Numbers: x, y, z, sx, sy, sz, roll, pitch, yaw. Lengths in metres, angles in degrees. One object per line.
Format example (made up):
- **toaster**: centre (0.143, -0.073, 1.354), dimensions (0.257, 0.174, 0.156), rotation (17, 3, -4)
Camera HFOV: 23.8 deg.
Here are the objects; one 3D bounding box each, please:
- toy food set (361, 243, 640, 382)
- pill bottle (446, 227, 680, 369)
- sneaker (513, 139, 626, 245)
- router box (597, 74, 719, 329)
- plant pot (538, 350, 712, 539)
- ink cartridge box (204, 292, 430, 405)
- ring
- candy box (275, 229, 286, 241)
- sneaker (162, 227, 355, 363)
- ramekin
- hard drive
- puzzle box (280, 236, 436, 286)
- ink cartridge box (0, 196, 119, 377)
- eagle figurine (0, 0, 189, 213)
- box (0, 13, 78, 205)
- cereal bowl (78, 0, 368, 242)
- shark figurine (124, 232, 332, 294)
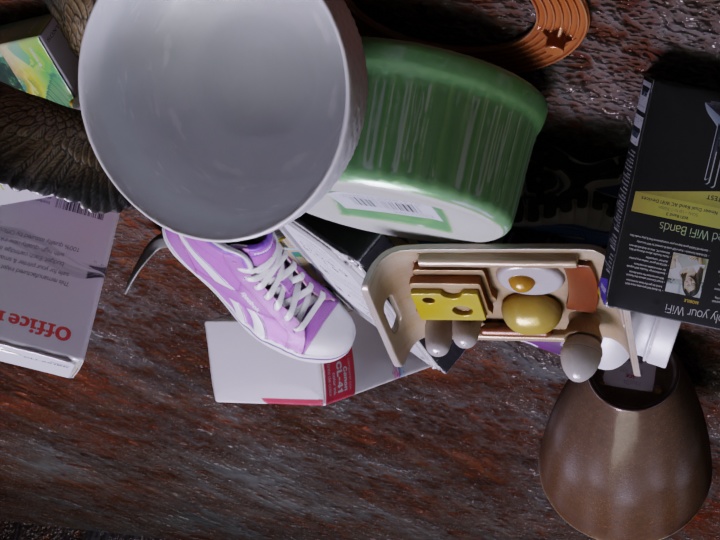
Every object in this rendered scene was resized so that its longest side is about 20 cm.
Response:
- **toy food set**: centre (0.109, 0.040, 1.296), dimensions (0.198, 0.061, 0.144), rotation (0, 152, 15)
- **pill bottle**: centre (0.169, 0.012, 1.410), dimensions (0.198, 0.113, 0.113), rotation (19, 164, 11)
- **sneaker**: centre (0.151, -0.052, 1.333), dimensions (0.198, 0.079, 0.089), rotation (11, 160, 1)
- **router box**: centre (0.276, -0.036, 1.169), dimensions (0.198, 0.159, 0.052), rotation (12, -170, 0)
- **plant pot**: centre (0.275, 0.152, 1.753), dimensions (0.185, 0.188, 0.201), rotation (7, 147, 11)
- **ink cartridge box**: centre (-0.031, 0.070, 1.659), dimensions (0.147, 0.087, 0.199), rotation (-3, -174, 39)
- **ring**: centre (0.052, -0.172, 1.129), dimensions (0.198, 0.019, 0.201), rotation (11, 162, 4)
- **candy box**: centre (-0.096, -0.062, 1.482), dimensions (0.102, 0.027, 0.199), rotation (27, 150, -25)
- **sneaker**: centre (-0.077, 0.008, 1.442), dimensions (0.200, 0.073, 0.114), rotation (36, 161, -12)
- **ramekin**: centre (0.029, -0.087, 1.221), dimensions (0.198, 0.099, 0.200), rotation (11, 171, 2)
- **hard drive**: centre (0.000, 0.000, 1.415), dimensions (0.139, 0.038, 0.200), rotation (35, 171, 36)
- **puzzle box**: centre (0.013, -0.027, 1.539), dimensions (0.198, 0.026, 0.133), rotation (0, 149, 31)
- **ink cartridge box**: centre (-0.292, -0.022, 1.492), dimensions (0.143, 0.202, 0.084), rotation (15, 161, -11)
- **eagle figurine**: centre (-0.178, -0.113, 1.214), dimensions (0.150, 0.153, 0.200), rotation (-15, 149, 30)
- **box**: centre (-0.288, -0.118, 1.343), dimensions (0.198, 0.037, 0.145), rotation (-9, 129, 28)
- **cereal bowl**: centre (-0.082, -0.124, 1.121), dimensions (0.198, 0.202, 0.083), rotation (4, -166, 20)
- **shark figurine**: centre (-0.124, 0.000, 1.644), dimensions (0.212, 0.090, 0.128), rotation (9, 160, 2)
